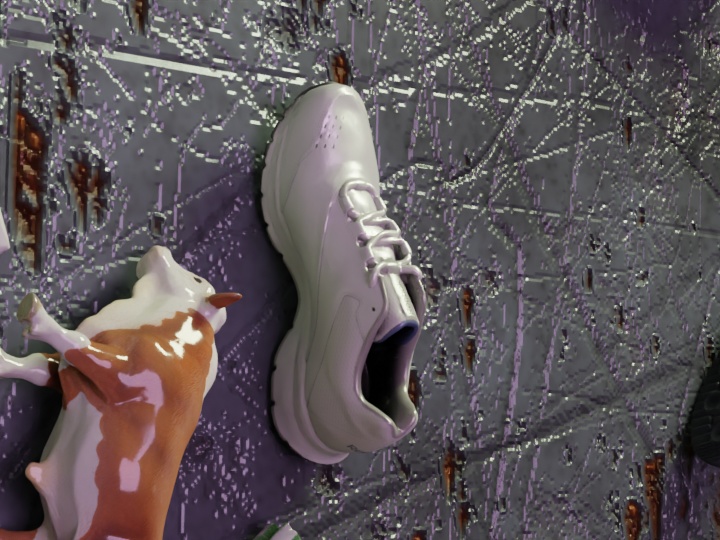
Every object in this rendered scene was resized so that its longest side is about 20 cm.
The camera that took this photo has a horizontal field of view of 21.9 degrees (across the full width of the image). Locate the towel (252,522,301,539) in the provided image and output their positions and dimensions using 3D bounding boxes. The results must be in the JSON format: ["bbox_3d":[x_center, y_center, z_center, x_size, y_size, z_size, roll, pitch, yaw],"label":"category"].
[{"bbox_3d":[-0.041,0.253,0.964,0.153,0.023,0.201,-44,117,-33],"label":"towel"}]

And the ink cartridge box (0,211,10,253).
[{"bbox_3d":[-0.254,-0.078,0.713,0.147,0.144,0.202,-20,100,-41],"label":"ink cartridge box"}]

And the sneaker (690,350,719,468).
[{"bbox_3d":[0.288,0.062,1.237,0.082,0.070,0.201,46,61,-26],"label":"sneaker"}]

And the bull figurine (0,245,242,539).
[{"bbox_3d":[-0.124,0.076,0.874,0.121,0.065,0.202,20,72,-35],"label":"bull figurine"}]

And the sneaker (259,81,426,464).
[{"bbox_3d":[0.000,0.000,0.974,0.074,0.087,0.202,-4,89,-40],"label":"sneaker"}]
